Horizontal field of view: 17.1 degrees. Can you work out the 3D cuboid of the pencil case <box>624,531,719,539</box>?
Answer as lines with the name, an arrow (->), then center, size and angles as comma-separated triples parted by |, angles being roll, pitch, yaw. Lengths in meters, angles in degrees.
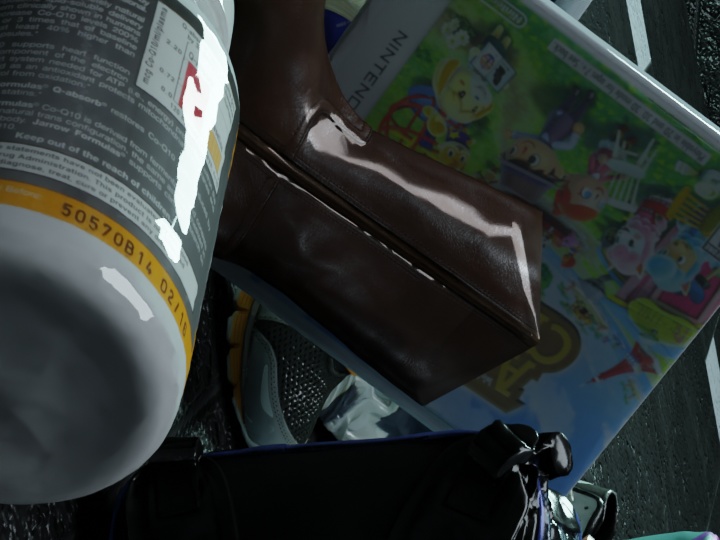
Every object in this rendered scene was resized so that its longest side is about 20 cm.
pencil case -> 0.095, 0.185, 1.213 | 0.093, 0.199, 0.085 | -82, 158, -56

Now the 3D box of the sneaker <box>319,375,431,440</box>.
sneaker -> 0.021, 0.048, 1.273 | 0.200, 0.079, 0.130 | 60, 11, -26

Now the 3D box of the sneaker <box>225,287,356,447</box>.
sneaker -> 0.000, 0.000, 1.125 | 0.201, 0.077, 0.078 | -66, 157, -16

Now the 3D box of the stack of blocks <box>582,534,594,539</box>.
stack of blocks -> 0.072, 0.232, 1.108 | 0.115, 0.200, 0.059 | 44, 23, -5

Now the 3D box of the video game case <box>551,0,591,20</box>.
video game case -> 0.064, -0.196, 1.352 | 0.183, 0.023, 0.200 | 65, -26, 16

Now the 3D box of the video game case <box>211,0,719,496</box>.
video game case -> 0.057, -0.021, 1.033 | 0.200, 0.182, 0.022 | 36, 17, -3

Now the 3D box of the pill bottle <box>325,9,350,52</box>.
pill bottle -> 0.040, -0.096, 1.297 | 0.120, 0.119, 0.201 | -31, 106, -74

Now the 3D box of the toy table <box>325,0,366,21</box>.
toy table -> -0.020, -0.170, 1.155 | 0.200, 0.117, 0.185 | 60, 26, -56

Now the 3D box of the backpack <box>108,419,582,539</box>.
backpack -> 0.001, 0.175, 0.903 | 0.147, 0.182, 0.201 | 51, 39, -61

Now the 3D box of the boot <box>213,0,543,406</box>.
boot -> 0.014, -0.059, 0.974 | 0.200, 0.187, 0.064 | 31, 11, -19

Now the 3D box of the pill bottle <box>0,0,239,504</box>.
pill bottle -> -0.100, -0.032, 0.774 | 0.200, 0.116, 0.117 | -81, 157, -48

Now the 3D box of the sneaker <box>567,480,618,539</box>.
sneaker -> 0.095, 0.118, 1.419 | 0.076, 0.115, 0.201 | 48, 35, -64
